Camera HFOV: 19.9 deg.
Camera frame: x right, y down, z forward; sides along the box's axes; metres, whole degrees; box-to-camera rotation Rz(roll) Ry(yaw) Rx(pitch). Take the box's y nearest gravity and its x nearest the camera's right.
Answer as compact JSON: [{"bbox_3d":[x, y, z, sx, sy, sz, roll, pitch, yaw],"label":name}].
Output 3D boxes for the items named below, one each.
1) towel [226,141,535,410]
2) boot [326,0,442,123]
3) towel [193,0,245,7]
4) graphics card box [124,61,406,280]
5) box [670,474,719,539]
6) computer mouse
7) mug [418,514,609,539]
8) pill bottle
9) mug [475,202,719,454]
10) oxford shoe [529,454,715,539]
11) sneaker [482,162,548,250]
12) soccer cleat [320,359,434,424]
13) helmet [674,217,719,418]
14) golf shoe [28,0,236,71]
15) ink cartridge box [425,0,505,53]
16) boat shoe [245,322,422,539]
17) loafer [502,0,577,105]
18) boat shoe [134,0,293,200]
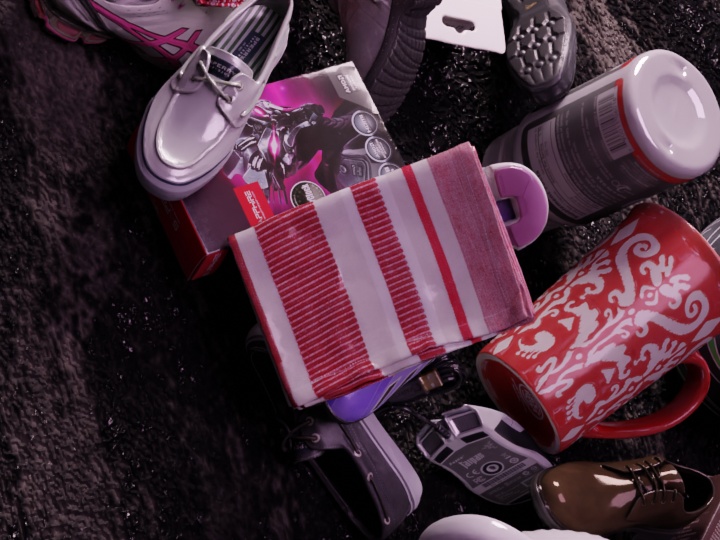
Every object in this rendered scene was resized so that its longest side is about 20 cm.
[{"bbox_3d":[0.017,0.005,1.530,0.199,0.023,0.145,-21,85,-3],"label":"towel"},{"bbox_3d":[-0.008,-0.218,1.728,0.131,0.201,0.070,31,13,23],"label":"boot"},{"bbox_3d":[-0.118,-0.276,1.637,0.145,0.022,0.200,61,20,2],"label":"towel"},{"bbox_3d":[-0.068,-0.080,1.609,0.199,0.051,0.126,-17,71,-29],"label":"graphics card box"},{"bbox_3d":[0.275,0.272,1.770,0.075,0.100,0.200,47,52,-16],"label":"box"},{"bbox_3d":[0.083,0.133,1.680,0.200,0.109,0.044,37,32,-38],"label":"computer mouse"},{"bbox_3d":[0.127,0.260,1.602,0.200,0.175,0.148,43,52,-19],"label":"mug"},{"bbox_3d":[0.206,-0.105,1.783,0.113,0.200,0.115,15,65,-35],"label":"pill bottle"},{"bbox_3d":[0.218,0.070,1.740,0.200,0.133,0.178,-37,92,-17],"label":"mug"},{"bbox_3d":[0.218,0.179,1.692,0.199,0.084,0.073,4,58,-44],"label":"oxford shoe"},{"bbox_3d":[0.046,-0.031,1.598,0.199,0.089,0.081,-19,104,-1],"label":"sneaker"},{"bbox_3d":[0.040,0.046,1.588,0.200,0.073,0.068,-41,106,-40],"label":"soccer cleat"},{"bbox_3d":[0.372,0.045,1.869,0.190,0.201,0.200,30,50,12],"label":"helmet"},{"bbox_3d":[-0.153,-0.206,1.601,0.199,0.092,0.073,6,69,-39],"label":"golf shoe"},{"bbox_3d":[0.057,-0.281,1.813,0.117,0.067,0.201,7,70,-39],"label":"ink cartridge box"},{"bbox_3d":[-0.030,0.131,1.600,0.200,0.070,0.066,54,47,-20],"label":"boat shoe"},{"bbox_3d":[0.167,-0.203,1.838,0.071,0.068,0.201,57,17,-31],"label":"loafer"},{"bbox_3d":[-0.111,-0.143,1.556,0.073,0.067,0.201,27,55,-3],"label":"boat shoe"}]
